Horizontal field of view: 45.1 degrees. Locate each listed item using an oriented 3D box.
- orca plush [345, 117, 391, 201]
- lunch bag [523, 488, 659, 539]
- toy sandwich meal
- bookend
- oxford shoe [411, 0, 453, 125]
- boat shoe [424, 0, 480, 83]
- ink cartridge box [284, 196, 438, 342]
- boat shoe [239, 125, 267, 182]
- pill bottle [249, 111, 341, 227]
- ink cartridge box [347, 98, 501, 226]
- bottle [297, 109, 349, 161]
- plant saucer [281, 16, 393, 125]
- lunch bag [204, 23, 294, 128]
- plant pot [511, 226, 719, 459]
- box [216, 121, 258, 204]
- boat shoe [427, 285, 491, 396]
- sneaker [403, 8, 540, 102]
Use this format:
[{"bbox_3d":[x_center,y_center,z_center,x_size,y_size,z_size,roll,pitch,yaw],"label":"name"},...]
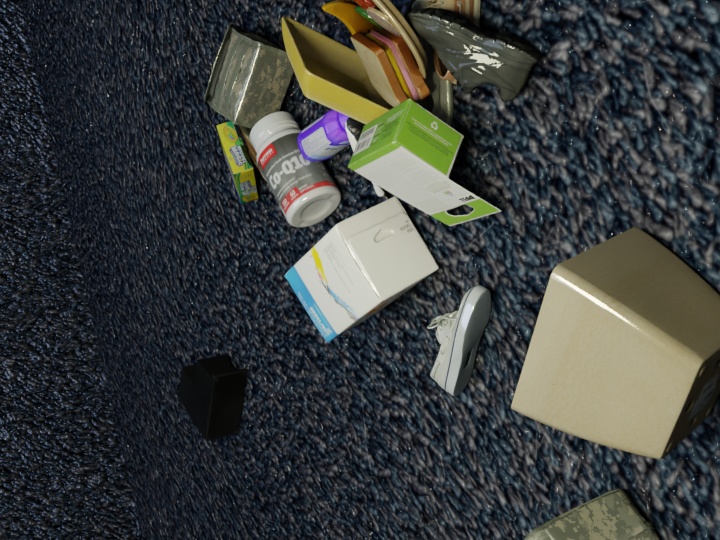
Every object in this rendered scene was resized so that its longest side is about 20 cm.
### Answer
[{"bbox_3d":[0.038,-0.181,1.415,0.106,0.070,0.201,-86,-20,-48],"label":"orca plush"},{"bbox_3d":[0.300,0.403,1.103,0.168,0.198,0.140,53,139,35],"label":"lunch bag"},{"bbox_3d":[0.022,-0.326,1.240,0.206,0.070,0.205,49,179,1],"label":"toy sandwich meal"},{"bbox_3d":[-0.378,0.282,2.177,0.200,0.091,0.201,43,131,44],"label":"bookend"},{"bbox_3d":[0.099,-0.312,1.318,0.075,0.057,0.203,3,100,58],"label":"oxford shoe"},{"bbox_3d":[0.127,-0.367,1.244,0.075,0.071,0.202,-13,88,56],"label":"boat shoe"},{"bbox_3d":[0.000,0.000,1.456,0.145,0.147,0.200,57,143,6],"label":"ink cartridge box"},{"bbox_3d":[-0.198,-0.242,1.768,0.201,0.075,0.074,59,145,28],"label":"boat shoe"},{"bbox_3d":[-0.127,-0.193,1.633,0.201,0.113,0.114,60,142,21],"label":"pill bottle"},{"bbox_3d":[0.103,-0.152,1.289,0.147,0.199,0.076,-15,50,62],"label":"ink cartridge box"},{"bbox_3d":[-0.034,-0.249,1.511,0.199,0.083,0.066,-20,90,56],"label":"bottle"},{"bbox_3d":[-0.031,-0.295,1.342,0.049,0.198,0.201,-54,34,26],"label":"plant saucer"},{"bbox_3d":[-0.233,-0.387,1.714,0.200,0.117,0.165,38,111,46],"label":"lunch bag"},{"bbox_3d":[0.321,0.094,1.002,0.176,0.199,0.202,32,126,34],"label":"plant pot"},{"bbox_3d":[-0.256,-0.228,1.809,0.200,0.048,0.118,104,146,-72],"label":"box"},{"bbox_3d":[0.143,0.097,1.355,0.086,0.074,0.204,31,132,28],"label":"boat shoe"},{"bbox_3d":[0.140,-0.295,1.182,0.199,0.076,0.091,30,121,17],"label":"sneaker"}]
